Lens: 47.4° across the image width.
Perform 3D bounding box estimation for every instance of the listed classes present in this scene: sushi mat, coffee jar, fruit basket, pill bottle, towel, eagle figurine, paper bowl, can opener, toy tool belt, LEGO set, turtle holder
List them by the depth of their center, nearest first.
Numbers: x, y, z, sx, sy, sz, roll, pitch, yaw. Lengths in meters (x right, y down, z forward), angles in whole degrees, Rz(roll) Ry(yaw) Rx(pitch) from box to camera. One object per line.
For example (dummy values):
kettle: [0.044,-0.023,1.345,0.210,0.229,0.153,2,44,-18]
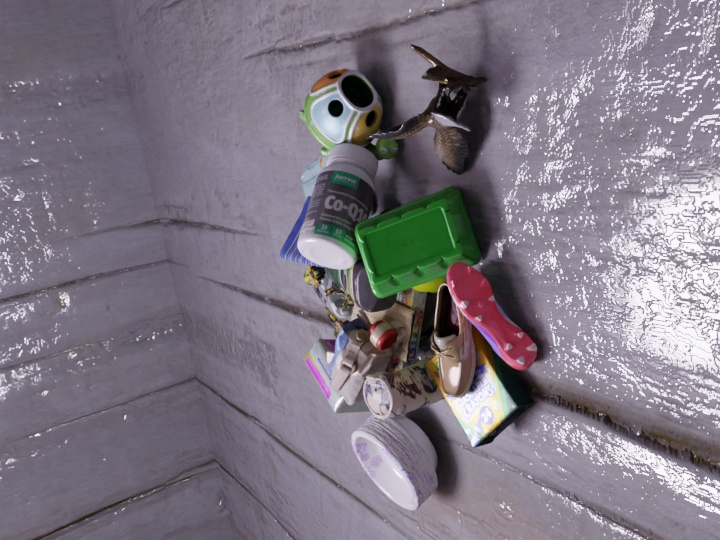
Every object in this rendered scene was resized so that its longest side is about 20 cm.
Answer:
eagle figurine: [0.114,-0.232,1.285,0.153,0.149,0.201,51,137,19]
fruit basket: [0.101,-0.037,1.394,0.215,0.212,0.159,-25,83,64]
pill bottle: [-0.036,-0.116,1.469,0.113,0.111,0.204,-36,35,63]
turtle holder: [-0.021,-0.279,1.502,0.132,0.138,0.189,-40,65,61]
toy tool belt: [-0.007,0.140,1.504,0.123,0.123,0.202,46,137,27]
coffee jar: [0.000,0.000,1.535,0.200,0.083,0.107,-138,40,-60]
sushi mat: [0.038,0.098,1.557,0.199,0.012,0.098,22,108,54]
can opener: [0.116,0.130,1.560,0.200,0.065,0.054,-42,67,57]
towel: [-0.082,-0.080,1.602,0.199,0.024,0.147,11,70,57]
LEGO set: [-0.017,0.037,1.673,0.204,0.151,0.116,67,154,5]
paper bowl: [0.081,0.381,1.691,0.200,0.104,0.203,38,150,26]

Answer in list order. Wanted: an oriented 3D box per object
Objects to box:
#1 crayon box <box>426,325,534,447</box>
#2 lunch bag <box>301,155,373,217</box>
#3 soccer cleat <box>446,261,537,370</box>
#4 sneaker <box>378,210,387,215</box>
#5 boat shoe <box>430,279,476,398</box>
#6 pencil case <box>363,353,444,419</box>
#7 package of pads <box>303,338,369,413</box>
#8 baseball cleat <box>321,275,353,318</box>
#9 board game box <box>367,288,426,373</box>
crayon box: [0.192,0.179,1.399,0.126,0.051,0.202,-52,56,36]
lunch bag: [-0.056,-0.163,1.711,0.199,0.076,0.164,-18,90,63]
soccer cleat: [0.203,0.076,1.307,0.201,0.066,0.077,49,165,8]
sneaker: [0.058,-0.071,1.538,0.199,0.074,0.090,-21,87,64]
boat shoe: [0.148,0.112,1.357,0.073,0.065,0.205,4,94,46]
pencil case: [0.097,0.203,1.478,0.077,0.197,0.092,-17,86,54]
package of pads: [-0.008,0.217,1.702,0.069,0.197,0.155,-54,51,25]
baseball cleat: [-0.063,0.024,1.866,0.107,0.068,0.204,117,141,-64]
board game box: [0.063,0.103,1.562,0.134,0.034,0.205,23,108,54]
